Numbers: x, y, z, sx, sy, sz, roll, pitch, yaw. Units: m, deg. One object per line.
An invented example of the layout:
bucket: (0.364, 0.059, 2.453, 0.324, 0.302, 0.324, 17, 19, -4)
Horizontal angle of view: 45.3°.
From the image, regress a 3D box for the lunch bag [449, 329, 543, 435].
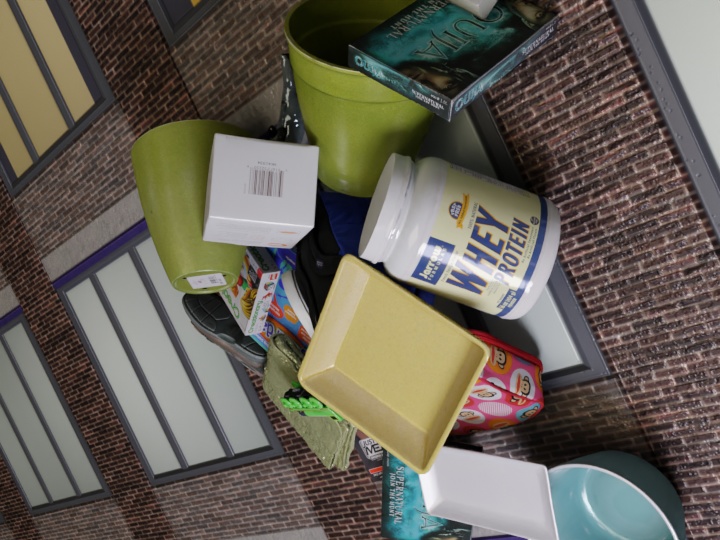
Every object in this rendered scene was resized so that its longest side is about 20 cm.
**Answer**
lunch bag: (0.113, 0.144, 1.090, 0.199, 0.175, 0.083, -26, 49, 46)

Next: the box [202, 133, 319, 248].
box: (-0.128, -0.091, 1.067, 0.200, 0.122, 0.099, 155, 120, -76)

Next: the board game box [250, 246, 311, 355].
board game box: (-0.096, 0.057, 1.319, 0.152, 0.045, 0.202, 38, 130, 21)

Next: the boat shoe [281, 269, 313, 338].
boat shoe: (-0.042, 0.073, 1.210, 0.063, 0.071, 0.201, -35, 70, 5)

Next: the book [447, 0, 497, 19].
book: (0.087, -0.375, 0.927, 0.199, 0.048, 0.134, 36, 93, 24)

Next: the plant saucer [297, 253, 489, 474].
plant saucer: (0.040, 0.103, 1.002, 0.199, 0.048, 0.202, 33, 123, 17)

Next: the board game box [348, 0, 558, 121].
board game box: (0.100, -0.242, 0.908, 0.134, 0.200, 0.028, 33, 145, 24)

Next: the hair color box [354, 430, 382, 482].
hair color box: (0.019, 0.203, 1.275, 0.101, 0.061, 0.202, -29, 88, 45)

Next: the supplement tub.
supplement tub: (0.109, -0.041, 0.976, 0.197, 0.146, 0.146, 19, 128, -7)

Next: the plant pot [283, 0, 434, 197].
plant pot: (0.008, -0.200, 1.028, 0.199, 0.200, 0.195, 30, 138, 26)

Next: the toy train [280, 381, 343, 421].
toy train: (-0.047, 0.179, 1.175, 0.056, 0.042, 0.199, 43, 154, -18)

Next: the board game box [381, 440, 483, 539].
board game box: (0.097, 0.312, 1.209, 0.133, 0.028, 0.202, 6, 128, 9)

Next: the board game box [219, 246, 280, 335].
board game box: (-0.194, -0.016, 1.338, 0.201, 0.034, 0.127, 53, 137, 35)

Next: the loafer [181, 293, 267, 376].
loafer: (-0.225, 0.109, 1.440, 0.199, 0.072, 0.063, 33, 134, 22)

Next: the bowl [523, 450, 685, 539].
bowl: (0.308, 0.299, 1.039, 0.199, 0.105, 0.204, 19, 121, 34)

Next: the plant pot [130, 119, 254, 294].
plant pot: (-0.227, -0.078, 1.222, 0.186, 0.185, 0.203, -29, 61, 44)

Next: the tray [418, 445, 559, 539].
tray: (0.155, 0.270, 1.072, 0.198, 0.022, 0.109, 1, 108, 42)

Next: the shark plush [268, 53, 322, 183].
shark plush: (-0.093, -0.188, 1.178, 0.090, 0.083, 0.202, 33, 128, 25)

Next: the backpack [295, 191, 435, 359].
backpack: (0.000, 0.000, 1.133, 0.201, 0.165, 0.164, -118, 39, -47)

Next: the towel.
towel: (-0.077, 0.200, 1.303, 0.200, 0.036, 0.149, 45, 144, 22)
